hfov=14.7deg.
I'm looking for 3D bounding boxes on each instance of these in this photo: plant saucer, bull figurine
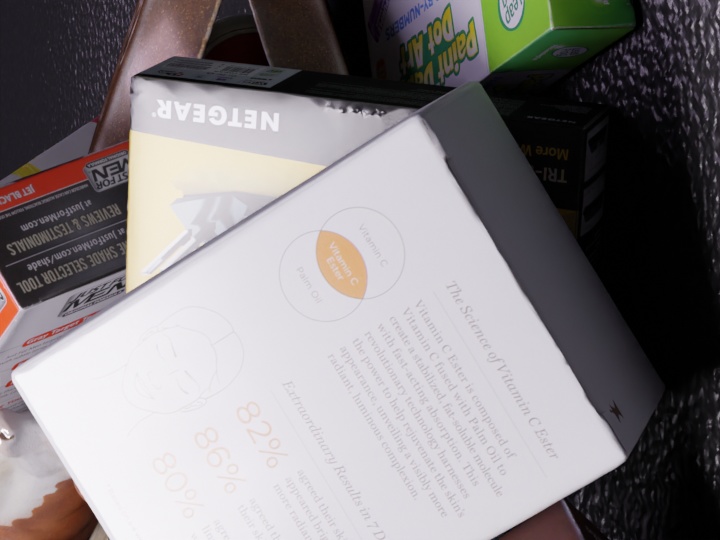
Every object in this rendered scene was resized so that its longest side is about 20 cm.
[{"bbox_3d":[-0.008,-0.056,1.301,0.200,0.034,0.201,-20,-90,-87],"label":"plant saucer"},{"bbox_3d":[-0.092,-0.119,1.337,0.200,0.034,0.202,-160,90,-82],"label":"plant saucer"},{"bbox_3d":[-0.162,0.106,1.286,0.065,0.121,0.200,64,179,9],"label":"bull figurine"}]

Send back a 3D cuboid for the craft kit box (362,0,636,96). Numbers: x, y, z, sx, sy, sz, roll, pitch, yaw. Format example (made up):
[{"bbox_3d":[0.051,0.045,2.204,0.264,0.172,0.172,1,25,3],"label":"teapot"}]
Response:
[{"bbox_3d":[0.049,-0.171,1.223,0.200,0.048,0.199,147,115,-66],"label":"craft kit box"}]

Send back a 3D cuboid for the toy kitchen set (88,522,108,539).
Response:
[{"bbox_3d":[-0.062,0.183,1.409,0.164,0.180,0.200,-65,4,-33],"label":"toy kitchen set"}]

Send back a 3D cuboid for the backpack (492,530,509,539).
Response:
[{"bbox_3d":[0.003,0.215,1.248,0.183,0.146,0.201,124,137,-59],"label":"backpack"}]

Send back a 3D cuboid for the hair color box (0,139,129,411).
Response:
[{"bbox_3d":[-0.164,0.026,1.293,0.061,0.101,0.200,58,142,12],"label":"hair color box"}]

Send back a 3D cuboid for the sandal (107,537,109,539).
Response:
[{"bbox_3d":[-0.075,0.155,1.204,0.075,0.045,0.201,117,147,-53],"label":"sandal"}]

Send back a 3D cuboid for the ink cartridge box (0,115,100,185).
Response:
[{"bbox_3d":[-0.160,0.009,1.566,0.083,0.200,0.146,26,125,18],"label":"ink cartridge box"}]

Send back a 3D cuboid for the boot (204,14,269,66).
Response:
[{"bbox_3d":[-0.050,-0.022,1.464,0.145,0.072,0.201,-118,24,-47],"label":"boot"}]

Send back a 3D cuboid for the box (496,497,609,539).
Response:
[{"bbox_3d":[0.031,0.184,1.085,0.100,0.199,0.075,44,-162,-45],"label":"box"}]

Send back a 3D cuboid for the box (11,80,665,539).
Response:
[{"bbox_3d":[-0.006,0.045,1.096,0.153,0.199,0.106,58,-162,-2],"label":"box"}]

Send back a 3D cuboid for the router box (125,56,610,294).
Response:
[{"bbox_3d":[0.000,0.000,1.176,0.052,0.199,0.158,-38,-47,-67],"label":"router box"}]
